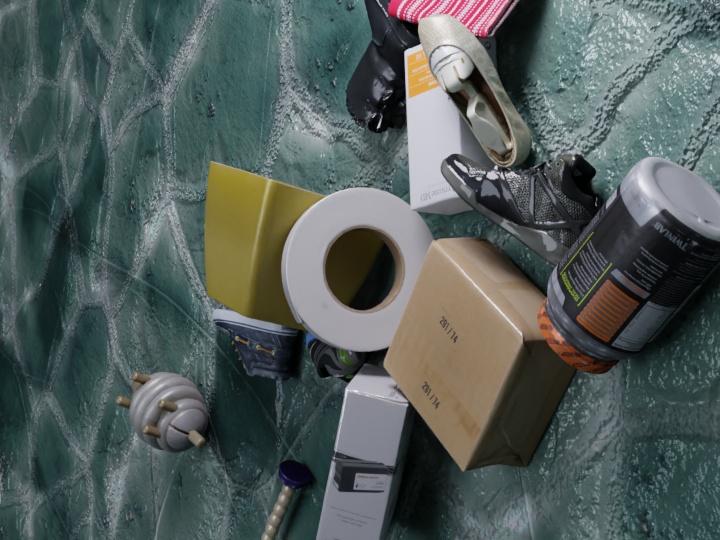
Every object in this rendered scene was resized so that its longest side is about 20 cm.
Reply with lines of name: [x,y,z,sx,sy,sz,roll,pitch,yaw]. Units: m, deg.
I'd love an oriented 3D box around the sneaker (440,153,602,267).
sneaker: [0.184,-0.097,1.281,0.198,0.076,0.116,36,109,27]

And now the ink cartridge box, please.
ink cartridge box: [0.013,0.233,1.447,0.145,0.083,0.204,-40,-38,-78]

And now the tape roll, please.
tape roll: [0.000,0.000,1.449,0.037,0.199,0.207,171,101,-76]

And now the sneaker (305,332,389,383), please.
sneaker: [-0.003,0.106,1.563,0.199,0.070,0.084,-18,83,55]

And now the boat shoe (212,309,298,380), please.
boat shoe: [-0.170,0.112,1.781,0.199,0.070,0.093,7,89,52]

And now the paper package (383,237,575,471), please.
paper package: [0.135,0.095,1.333,0.200,0.102,0.193,48,126,44]

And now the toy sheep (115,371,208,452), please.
toy sheep: [-0.319,0.236,1.931,0.200,0.136,0.140,41,119,40]

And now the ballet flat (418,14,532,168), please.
ballet flat: [0.128,-0.204,1.323,0.067,0.062,0.201,-34,97,36]

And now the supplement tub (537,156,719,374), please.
supplement tub: [0.265,0.000,1.143,0.201,0.121,0.124,-56,46,34]

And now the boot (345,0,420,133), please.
boot: [0.026,-0.296,1.554,0.164,0.072,0.200,-61,40,40]

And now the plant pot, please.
plant pot: [-0.103,-0.024,1.560,0.199,0.197,0.179,21,95,58]

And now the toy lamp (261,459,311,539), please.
toy lamp: [-0.127,0.376,1.713,0.058,0.057,0.203,47,124,45]

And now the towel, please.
towel: [0.127,-0.348,1.393,0.145,0.022,0.199,-53,38,-7]

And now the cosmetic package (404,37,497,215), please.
cosmetic package: [0.112,-0.177,1.416,0.101,0.070,0.204,-13,77,52]
